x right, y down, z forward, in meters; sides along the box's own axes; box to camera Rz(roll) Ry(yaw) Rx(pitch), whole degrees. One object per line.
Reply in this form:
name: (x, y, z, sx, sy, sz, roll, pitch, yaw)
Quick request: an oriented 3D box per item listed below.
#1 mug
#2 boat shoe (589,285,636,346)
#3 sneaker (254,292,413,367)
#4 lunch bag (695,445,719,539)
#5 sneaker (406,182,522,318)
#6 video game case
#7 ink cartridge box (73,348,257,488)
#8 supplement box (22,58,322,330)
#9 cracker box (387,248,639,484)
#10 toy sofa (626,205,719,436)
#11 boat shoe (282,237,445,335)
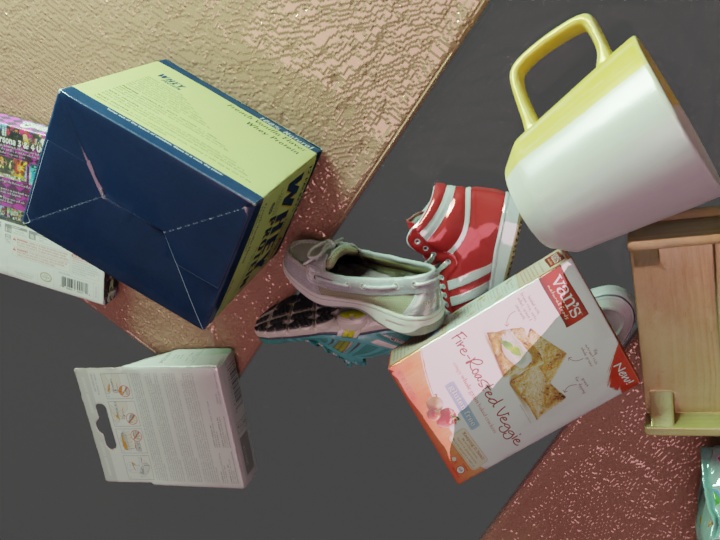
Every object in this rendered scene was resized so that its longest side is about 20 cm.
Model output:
mug: (0.209, -0.107, 0.744, 0.152, 0.189, 0.149, -32, 128, 26)
boat shoe: (0.200, 0.098, 0.851, 0.073, 0.065, 0.201, 40, 115, -2)
sneaker: (-0.020, 0.069, 0.898, 0.195, 0.078, 0.081, -1, 119, 15)
lunch bag: (0.415, 0.264, 0.817, 0.166, 0.124, 0.202, -4, 135, 17)
sneaker: (0.090, 0.011, 0.845, 0.110, 0.071, 0.205, 13, 106, 5)
video game case: (-0.365, -0.073, 0.956, 0.195, 0.036, 0.185, 15, 113, 9)
ink cartridge box: (-0.232, 0.178, 1.014, 0.195, 0.050, 0.165, -2, 110, 20)
supplement box: (-0.171, -0.084, 0.808, 0.197, 0.200, 0.136, 29, 115, 2)
cracker box: (0.141, 0.090, 0.792, 0.198, 0.058, 0.135, -32, 98, 10)
toy sofa: (0.299, 0.044, 0.782, 0.081, 0.098, 0.205, -4, 109, 22)
boat shoe: (0.000, 0.001, 0.834, 0.200, 0.074, 0.066, 24, 130, 40)
